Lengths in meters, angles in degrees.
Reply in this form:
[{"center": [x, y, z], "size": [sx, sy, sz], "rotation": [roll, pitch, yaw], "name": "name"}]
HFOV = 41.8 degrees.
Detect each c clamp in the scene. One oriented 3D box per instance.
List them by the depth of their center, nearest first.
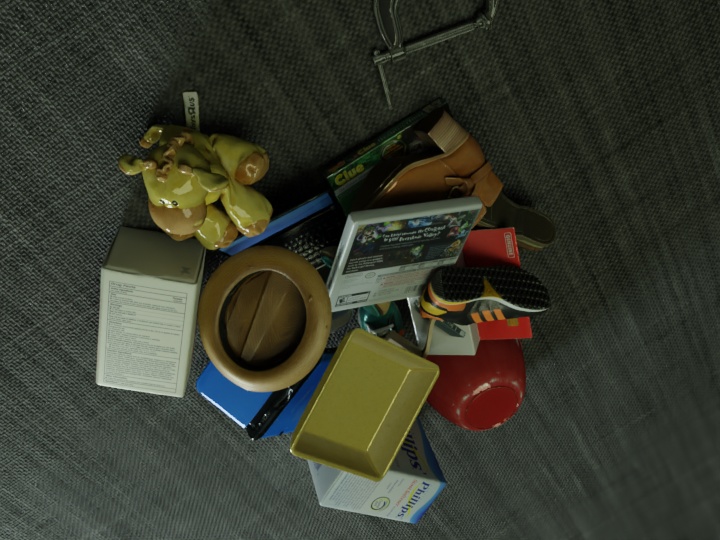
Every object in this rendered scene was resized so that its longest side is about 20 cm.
[{"center": [0.097, -0.327, 1.231], "size": [0.198, 0.027, 0.172], "rotation": [-24, 125, 1], "name": "c clamp"}]

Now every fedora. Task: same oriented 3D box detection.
[{"center": [-0.125, 0.063, 1.297], "size": [0.198, 0.082, 0.203], "rotation": [1, 96, 11], "name": "fedora"}]

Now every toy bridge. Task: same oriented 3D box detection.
[{"center": [0.068, 0.118, 1.445], "size": [0.067, 0.027, 0.200], "rotation": [34, 117, -12], "name": "toy bridge"}]

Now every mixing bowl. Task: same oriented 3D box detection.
[{"center": [0.204, 0.197, 1.603], "size": [0.198, 0.109, 0.202], "rotation": [-9, 127, -13], "name": "mixing bowl"}]

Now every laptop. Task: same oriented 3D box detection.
[{"center": [-0.090, -0.015, 1.339], "size": [0.176, 0.104, 0.201], "rotation": [-26, 121, 1], "name": "laptop"}]

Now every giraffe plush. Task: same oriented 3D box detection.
[{"center": [-0.206, -0.109, 1.152], "size": [0.171, 0.162, 0.202], "rotation": [-17, 105, 10], "name": "giraffe plush"}]

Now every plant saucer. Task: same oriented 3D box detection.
[{"center": [0.000, 0.193, 1.387], "size": [0.199, 0.048, 0.202], "rotation": [28, 91, -41], "name": "plant saucer"}]

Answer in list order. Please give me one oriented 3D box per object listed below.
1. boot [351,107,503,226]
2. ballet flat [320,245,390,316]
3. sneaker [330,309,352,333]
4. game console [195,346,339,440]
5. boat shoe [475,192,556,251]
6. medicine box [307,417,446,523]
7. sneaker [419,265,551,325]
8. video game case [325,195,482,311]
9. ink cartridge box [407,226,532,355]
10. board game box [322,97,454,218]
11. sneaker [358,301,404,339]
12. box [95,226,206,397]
[{"center": [0.095, -0.106, 1.313], "size": [0.200, 0.077, 0.155], "rotation": [-48, 117, -6], "name": "boot"}, {"center": [0.000, 0.000, 1.371], "size": [0.063, 0.068, 0.200], "rotation": [-53, 149, -9], "name": "ballet flat"}, {"center": [-0.089, 0.112, 1.462], "size": [0.198, 0.074, 0.116], "rotation": [-21, 132, 9], "name": "sneaker"}, {"center": [-0.121, 0.149, 1.430], "size": [0.170, 0.119, 0.201], "rotation": [-2, 138, -48], "name": "game console"}, {"center": [0.195, -0.080, 1.414], "size": [0.199, 0.073, 0.068], "rotation": [30, 155, -16], "name": "boat shoe"}, {"center": [0.016, 0.302, 1.563], "size": [0.198, 0.183, 0.103], "rotation": [19, 119, -30], "name": "medicine box"}, {"center": [0.178, 0.044, 1.378], "size": [0.198, 0.071, 0.090], "rotation": [4, 147, -22], "name": "sneaker"}, {"center": [0.053, -0.022, 1.289], "size": [0.198, 0.023, 0.183], "rotation": [-9, 142, -26], "name": "video game case"}, {"center": [0.157, 0.035, 1.422], "size": [0.174, 0.045, 0.202], "rotation": [-2, 121, 22], "name": "ink cartridge box"}, {"center": [0.052, -0.149, 1.333], "size": [0.199, 0.024, 0.105], "rotation": [-32, 132, -3], "name": "board game box"}, {"center": [0.046, 0.127, 1.509], "size": [0.071, 0.080, 0.201], "rotation": [-18, 129, -2], "name": "sneaker"}, {"center": [-0.289, 0.058, 1.304], "size": [0.126, 0.109, 0.202], "rotation": [10, 123, -6], "name": "box"}]
